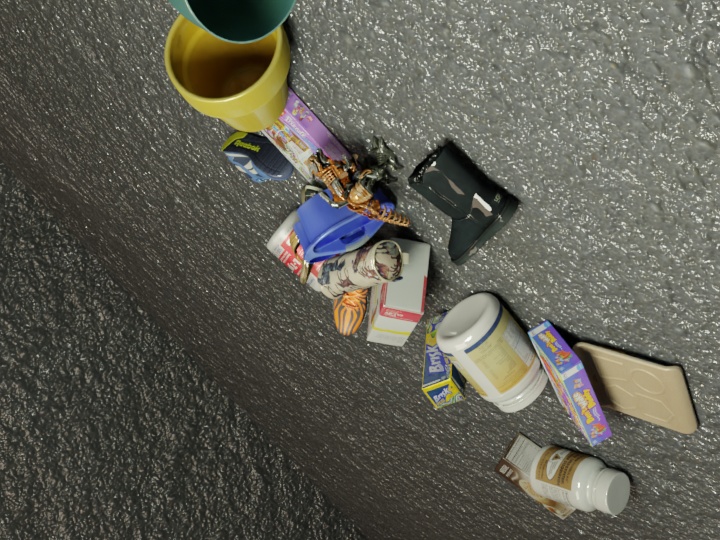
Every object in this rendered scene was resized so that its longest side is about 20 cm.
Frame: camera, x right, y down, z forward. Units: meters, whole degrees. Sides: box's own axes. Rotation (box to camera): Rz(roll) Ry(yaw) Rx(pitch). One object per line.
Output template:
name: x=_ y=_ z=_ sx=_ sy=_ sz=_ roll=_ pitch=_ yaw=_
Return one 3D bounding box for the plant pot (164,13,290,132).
plant pot: x=-0.203 y=-0.330 z=1.510 sx=0.199 sy=0.202 sz=0.189 roll=31 pitch=171 yaw=18

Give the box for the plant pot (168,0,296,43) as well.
plant pot: x=-0.207 y=-0.446 z=1.306 sx=0.160 sy=0.200 sz=0.202 roll=30 pitch=158 yaw=47

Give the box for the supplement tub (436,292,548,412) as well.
supplement tub: x=0.254 y=0.158 z=1.725 sx=0.200 sy=0.145 sz=0.144 roll=48 pitch=155 yaw=-19

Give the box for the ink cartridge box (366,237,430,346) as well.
ink cartridge box: x=0.072 y=0.047 z=1.779 sx=0.082 sy=0.148 sz=0.201 roll=9 pitch=156 yaw=-6

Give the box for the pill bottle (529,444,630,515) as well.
pill bottle: x=0.475 y=0.456 z=1.956 sx=0.198 sy=0.115 sz=0.115 roll=8 pitch=141 yaw=50

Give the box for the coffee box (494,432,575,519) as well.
coffee box: x=0.424 y=0.483 z=2.122 sx=0.198 sy=0.080 sz=0.115 roll=34 pitch=156 yaw=13

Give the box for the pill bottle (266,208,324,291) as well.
pill bottle: x=-0.097 y=-0.030 z=1.956 sx=0.199 sy=0.113 sz=0.112 roll=41 pitch=157 yaw=-2

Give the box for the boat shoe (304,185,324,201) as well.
boat shoe: x=-0.071 y=-0.103 z=1.786 sx=0.073 sy=0.067 sz=0.200 roll=19 pitch=167 yaw=16

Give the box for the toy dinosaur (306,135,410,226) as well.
toy dinosaur: x=0.001 y=-0.146 z=1.578 sx=0.200 sy=0.136 sz=0.102 roll=47 pitch=154 yaw=-17

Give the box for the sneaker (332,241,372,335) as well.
sneaker: x=-0.020 y=0.037 z=1.834 sx=0.076 sy=0.204 sz=0.112 roll=10 pitch=-174 yaw=6

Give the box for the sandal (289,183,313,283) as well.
sandal: x=-0.120 y=-0.076 z=1.853 sx=0.053 sy=0.080 sz=0.204 roll=3 pitch=103 yaw=9

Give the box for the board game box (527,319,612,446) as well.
board game box: x=0.384 y=0.206 z=1.654 sx=0.202 sy=0.044 sz=0.135 roll=60 pitch=-179 yaw=-33

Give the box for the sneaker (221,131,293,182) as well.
sneaker: x=-0.196 y=-0.219 z=1.829 sx=0.199 sy=0.074 sz=0.083 roll=29 pitch=157 yaw=41

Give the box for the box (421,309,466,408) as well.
box: x=0.170 y=0.174 z=1.806 sx=0.069 sy=0.202 sz=0.065 roll=-23 pitch=123 yaw=25

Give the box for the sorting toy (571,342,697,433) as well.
sorting toy: x=0.488 y=0.203 z=1.601 sx=0.198 sy=0.037 sz=0.186 roll=11 pitch=144 yaw=41

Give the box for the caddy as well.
caddy: x=-0.030 y=-0.086 z=1.661 sx=0.106 sy=0.198 sz=0.142 roll=57 pitch=159 yaw=13

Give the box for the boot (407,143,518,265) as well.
boot: x=0.149 y=-0.109 z=1.492 sx=0.167 sy=0.077 sz=0.200 roll=37 pitch=150 yaw=-2

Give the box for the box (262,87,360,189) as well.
box: x=-0.103 y=-0.239 z=1.690 sx=0.200 sy=0.039 sz=0.136 roll=46 pitch=156 yaw=-14

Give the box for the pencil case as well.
pencil case: x=0.000 y=0.000 z=1.680 sx=0.088 sy=0.079 sz=0.199 roll=14 pitch=161 yaw=-34
